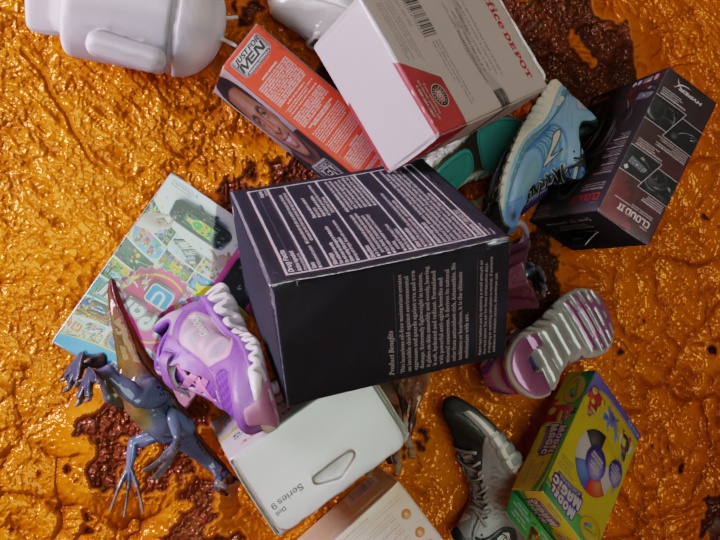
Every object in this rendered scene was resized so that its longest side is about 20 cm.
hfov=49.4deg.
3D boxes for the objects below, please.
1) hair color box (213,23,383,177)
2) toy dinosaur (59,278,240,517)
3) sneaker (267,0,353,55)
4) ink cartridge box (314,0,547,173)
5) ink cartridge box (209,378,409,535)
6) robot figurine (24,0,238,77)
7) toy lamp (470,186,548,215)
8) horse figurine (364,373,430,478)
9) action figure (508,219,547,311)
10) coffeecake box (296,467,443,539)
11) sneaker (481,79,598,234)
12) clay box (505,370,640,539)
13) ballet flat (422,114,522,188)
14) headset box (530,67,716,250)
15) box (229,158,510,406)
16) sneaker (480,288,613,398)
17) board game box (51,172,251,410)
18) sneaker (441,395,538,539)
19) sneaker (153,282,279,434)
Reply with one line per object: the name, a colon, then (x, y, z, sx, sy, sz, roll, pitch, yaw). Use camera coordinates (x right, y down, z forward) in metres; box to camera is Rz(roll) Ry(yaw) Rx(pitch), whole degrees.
hair color box: (-0.053, -0.156, 0.820, 0.200, 0.101, 0.061, 39, 79, -11)
toy dinosaur: (-0.177, 0.133, 0.727, 0.181, 0.105, 0.201, 31, 68, -34)
sneaker: (-0.017, -0.224, 0.846, 0.199, 0.074, 0.116, 18, 81, -16)
ink cartridge box: (0.076, -0.202, 0.780, 0.200, 0.083, 0.147, -29, 89, -41)
ink cartridge box: (-0.057, 0.155, 0.761, 0.145, 0.200, 0.088, -34, 99, -13)
robot figurine: (-0.219, -0.255, 0.766, 0.199, 0.113, 0.170, 8, 52, -15)
toy lamp: (0.123, -0.065, 0.892, 0.199, 0.058, 0.058, -24, 96, -12)
horse figurine: (0.042, 0.139, 0.813, 0.050, 0.200, 0.133, 12, 58, -6)
action figure: (0.098, 0.010, 0.859, 0.199, 0.134, 0.150, -8, 56, 8)
coffeecake box: (0.031, 0.346, 0.849, 0.153, 0.073, 0.200, -38, 99, -13)
sneaker: (0.202, -0.118, 0.849, 0.090, 0.078, 0.200, 30, 68, 5)
clay box: (0.241, 0.224, 0.878, 0.115, 0.047, 0.200, 51, 52, -20)
ballet flat: (0.109, -0.131, 0.876, 0.200, 0.072, 0.072, -32, 98, -40)
headset box: (0.289, -0.111, 0.892, 0.077, 0.149, 0.201, 32, 82, -13)
box: (0.000, 0.000, 0.703, 0.197, 0.200, 0.124, -10, 119, -13)
sneaker: (0.210, 0.085, 0.899, 0.200, 0.088, 0.081, -26, 87, -37)
board game box: (-0.189, 0.026, 0.798, 0.147, 0.064, 0.200, 35, 81, -13)
sneaker: (0.133, 0.246, 0.881, 0.115, 0.075, 0.200, -42, 101, -10)
sneaker: (-0.132, 0.084, 0.683, 0.088, 0.200, 0.081, -16, 118, -18)
